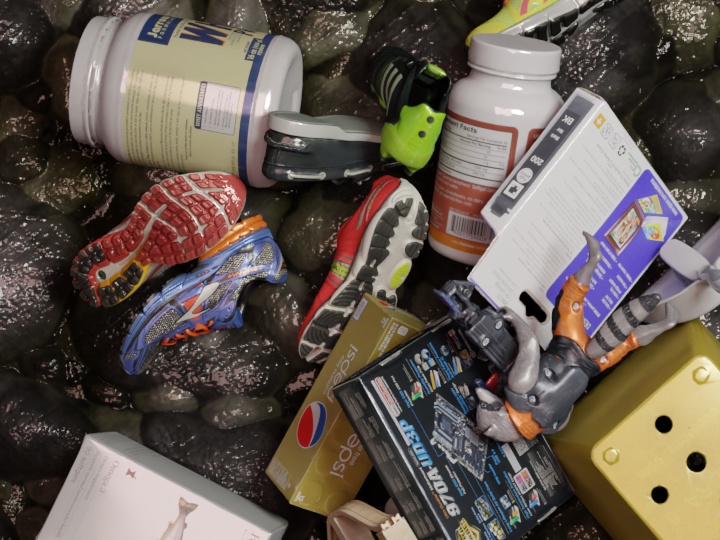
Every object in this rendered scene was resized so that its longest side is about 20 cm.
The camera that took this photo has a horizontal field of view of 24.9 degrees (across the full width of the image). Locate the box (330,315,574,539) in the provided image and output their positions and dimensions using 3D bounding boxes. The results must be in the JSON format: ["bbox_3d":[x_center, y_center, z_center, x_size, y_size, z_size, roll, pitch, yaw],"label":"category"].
[{"bbox_3d":[0.085,0.153,1.443,0.158,0.046,0.201,-30,90,-40],"label":"box"}]

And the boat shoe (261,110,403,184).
[{"bbox_3d":[-0.019,-0.111,1.522,0.075,0.199,0.061,26,107,42],"label":"boat shoe"}]

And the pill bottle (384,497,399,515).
[{"bbox_3d":[0.084,0.257,1.510,0.112,0.114,0.202,-11,84,5],"label":"pill bottle"}]

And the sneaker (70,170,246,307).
[{"bbox_3d":[-0.188,-0.041,1.552,0.199,0.082,0.078,-28,98,27],"label":"sneaker"}]

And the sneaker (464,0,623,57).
[{"bbox_3d":[0.178,-0.270,1.566,0.199,0.078,0.091,-32,75,-3],"label":"sneaker"}]

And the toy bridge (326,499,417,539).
[{"bbox_3d":[-0.002,0.245,1.485,0.027,0.200,0.068,-29,83,-23],"label":"toy bridge"}]

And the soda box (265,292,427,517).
[{"bbox_3d":[-0.007,0.129,1.529,0.067,0.064,0.201,24,99,-33],"label":"soda box"}]

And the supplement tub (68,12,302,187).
[{"bbox_3d":[-0.164,-0.165,1.551,0.198,0.145,0.147,11,87,6],"label":"supplement tub"}]

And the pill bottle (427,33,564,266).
[{"bbox_3d":[0.129,-0.112,1.505,0.111,0.112,0.202,10,107,7],"label":"pill bottle"}]

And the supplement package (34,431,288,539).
[{"bbox_3d":[-0.185,0.248,1.537,0.198,0.117,0.118,26,88,7],"label":"supplement package"}]

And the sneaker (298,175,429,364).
[{"bbox_3d":[0.000,0.000,1.564,0.077,0.085,0.201,22,109,-31],"label":"sneaker"}]

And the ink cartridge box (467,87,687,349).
[{"bbox_3d":[0.191,-0.030,1.484,0.201,0.198,0.043,-52,45,-6],"label":"ink cartridge box"}]

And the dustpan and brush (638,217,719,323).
[{"bbox_3d":[0.307,0.003,1.460,0.140,0.200,0.057,-44,111,2],"label":"dustpan and brush"}]

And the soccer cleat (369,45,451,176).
[{"bbox_3d":[0.051,-0.166,1.513,0.067,0.201,0.081,25,119,-18],"label":"soccer cleat"}]

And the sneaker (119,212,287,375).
[{"bbox_3d":[-0.152,0.035,1.573,0.200,0.075,0.079,-42,86,3],"label":"sneaker"}]

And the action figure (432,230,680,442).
[{"bbox_3d":[0.160,0.064,1.399,0.199,0.105,0.194,37,96,-32],"label":"action figure"}]

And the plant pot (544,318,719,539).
[{"bbox_3d":[0.292,0.168,1.464,0.200,0.176,0.200,-41,82,1],"label":"plant pot"}]
